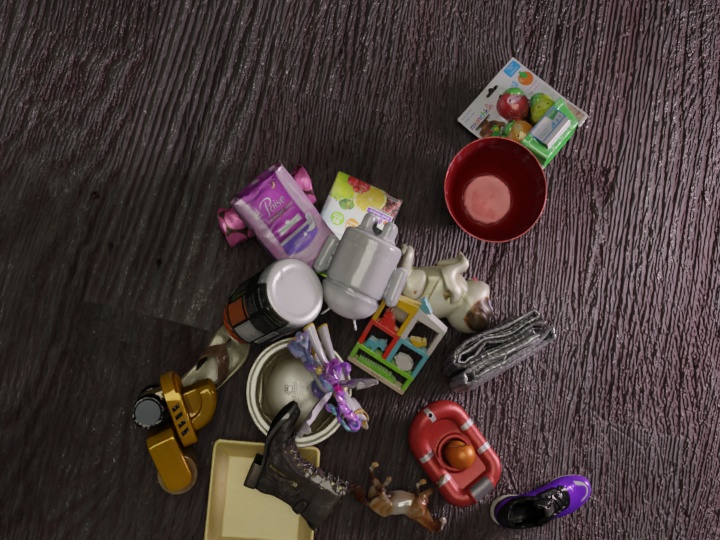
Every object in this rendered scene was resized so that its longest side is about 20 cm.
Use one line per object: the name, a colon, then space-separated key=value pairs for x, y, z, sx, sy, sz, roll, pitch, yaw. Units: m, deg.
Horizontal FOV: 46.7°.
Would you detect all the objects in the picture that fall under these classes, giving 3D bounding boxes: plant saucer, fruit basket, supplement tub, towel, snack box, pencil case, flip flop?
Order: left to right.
flip flop: x=-0.278 y=0.179 z=1.557 sx=0.081 sy=0.058 sz=0.200 roll=43 pitch=80 yaw=3
plant saucer: x=-0.179 y=0.419 z=1.532 sx=0.196 sy=0.048 sz=0.204 roll=5 pitch=80 yaw=-3
pencil case: x=-0.182 y=-0.124 z=1.603 sx=0.198 sy=0.094 sz=0.092 roll=-28 pitch=127 yaw=-9
supplement tub: x=-0.163 y=0.063 z=1.496 sx=0.121 sy=0.199 sz=0.125 roll=12 pitch=68 yaw=-31
snack box: x=-0.018 y=-0.070 z=1.622 sx=0.140 sy=0.053 sz=0.203 roll=23 pitch=81 yaw=2
towel: x=0.250 y=0.146 z=1.555 sx=0.198 sy=0.166 sz=0.087 roll=-28 pitch=78 yaw=-9
fruit basket: x=0.326 y=-0.309 z=1.672 sx=0.200 sy=0.094 sz=0.186 roll=42 pitch=80 yaw=6

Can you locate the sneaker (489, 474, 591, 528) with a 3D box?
sneaker: x=0.345 y=0.437 z=1.546 sx=0.197 sy=0.100 sz=0.071 roll=-17 pitch=84 yaw=-7

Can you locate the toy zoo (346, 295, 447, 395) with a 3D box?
toy zoo: x=0.073 y=0.125 z=1.553 sx=0.130 sy=0.021 sz=0.202 roll=31 pitch=120 yaw=2

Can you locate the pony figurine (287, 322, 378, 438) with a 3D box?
pony figurine: x=-0.051 y=0.192 z=1.441 sx=0.165 sy=0.193 sz=0.202 roll=-31 pitch=81 yaw=7

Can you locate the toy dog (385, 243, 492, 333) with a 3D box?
toy dog: x=0.155 y=0.053 z=1.577 sx=0.196 sy=0.140 sz=0.198 roll=16 pitch=84 yaw=-3

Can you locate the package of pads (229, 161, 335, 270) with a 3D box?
package of pads: x=-0.134 y=-0.084 z=1.530 sx=0.120 sy=0.076 sz=0.201 roll=-40 pitch=105 yaw=-9

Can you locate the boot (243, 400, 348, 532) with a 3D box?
boot: x=-0.098 y=0.346 z=1.478 sx=0.172 sy=0.069 sz=0.202 roll=27 pitch=106 yaw=-3

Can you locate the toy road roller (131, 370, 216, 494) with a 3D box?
toy road roller: x=-0.312 y=0.278 z=1.488 sx=0.144 sy=0.123 sz=0.203 roll=-21 pitch=96 yaw=-8

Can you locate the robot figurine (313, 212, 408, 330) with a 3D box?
robot figurine: x=0.000 y=0.000 z=1.492 sx=0.167 sy=0.113 sz=0.203 roll=24 pitch=90 yaw=11

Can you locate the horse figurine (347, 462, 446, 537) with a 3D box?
horse figurine: x=0.070 y=0.417 z=1.533 sx=0.196 sy=0.134 sz=0.050 roll=9 pitch=37 yaw=-3

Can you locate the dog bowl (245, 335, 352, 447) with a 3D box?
dog bowl: x=-0.114 y=0.226 z=1.556 sx=0.196 sy=0.074 sz=0.204 roll=1 pitch=81 yaw=-4

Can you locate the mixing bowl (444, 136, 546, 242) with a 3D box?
mixing bowl: x=0.254 y=-0.148 z=1.627 sx=0.196 sy=0.108 sz=0.205 roll=0 pitch=84 yaw=-1

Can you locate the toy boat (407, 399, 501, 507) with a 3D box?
toy boat: x=0.176 y=0.334 z=1.533 sx=0.130 sy=0.131 sz=0.201 roll=-36 pitch=85 yaw=-10
